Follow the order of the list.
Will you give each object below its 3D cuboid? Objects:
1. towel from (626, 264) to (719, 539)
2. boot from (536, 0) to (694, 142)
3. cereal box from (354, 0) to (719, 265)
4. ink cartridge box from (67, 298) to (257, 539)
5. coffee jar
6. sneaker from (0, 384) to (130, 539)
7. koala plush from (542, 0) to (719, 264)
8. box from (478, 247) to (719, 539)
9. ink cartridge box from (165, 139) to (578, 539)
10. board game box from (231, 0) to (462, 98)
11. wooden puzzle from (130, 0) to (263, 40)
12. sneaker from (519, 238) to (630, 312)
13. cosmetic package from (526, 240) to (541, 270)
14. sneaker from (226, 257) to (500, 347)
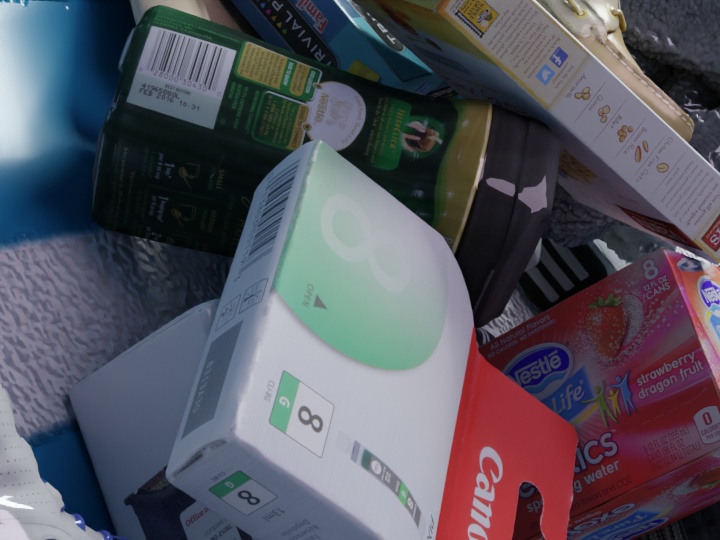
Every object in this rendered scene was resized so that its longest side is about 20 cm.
[{"bbox_3d":[0.145,0.115,0.976,0.035,0.200,0.193,15,55,-53],"label":"towel"},{"bbox_3d":[0.135,-0.168,1.001,0.200,0.155,0.073,44,-5,13],"label":"boot"},{"bbox_3d":[0.082,-0.087,0.903,0.200,0.040,0.144,39,-2,-27],"label":"cereal box"},{"bbox_3d":[-0.021,0.120,0.803,0.145,0.084,0.200,5,60,-58],"label":"ink cartridge box"},{"bbox_3d":[-0.015,-0.044,0.852,0.200,0.104,0.085,17,54,-3],"label":"coffee jar"},{"bbox_3d":[-0.129,0.098,0.659,0.115,0.080,0.200,-1,72,-65],"label":"sneaker"},{"bbox_3d":[0.181,-0.082,1.129,0.200,0.183,0.178,112,-14,-81],"label":"koala plush"},{"bbox_3d":[0.103,0.082,0.932,0.095,0.200,0.103,14,51,-53],"label":"box"},{"bbox_3d":[0.027,0.065,0.772,0.200,0.050,0.161,35,43,-21],"label":"ink cartridge box"},{"bbox_3d":[0.002,-0.155,1.034,0.151,0.047,0.200,50,28,8],"label":"board game box"},{"bbox_3d":[-0.054,-0.128,1.021,0.200,0.037,0.185,31,27,-37],"label":"wooden puzzle"},{"bbox_3d":[0.184,0.037,1.263,0.200,0.075,0.115,57,24,-6],"label":"sneaker"},{"bbox_3d":[0.059,-0.078,1.154,0.101,0.071,0.200,48,29,-22],"label":"cosmetic package"},{"bbox_3d":[0.000,0.000,0.970,0.200,0.075,0.115,15,54,-52],"label":"sneaker"}]
